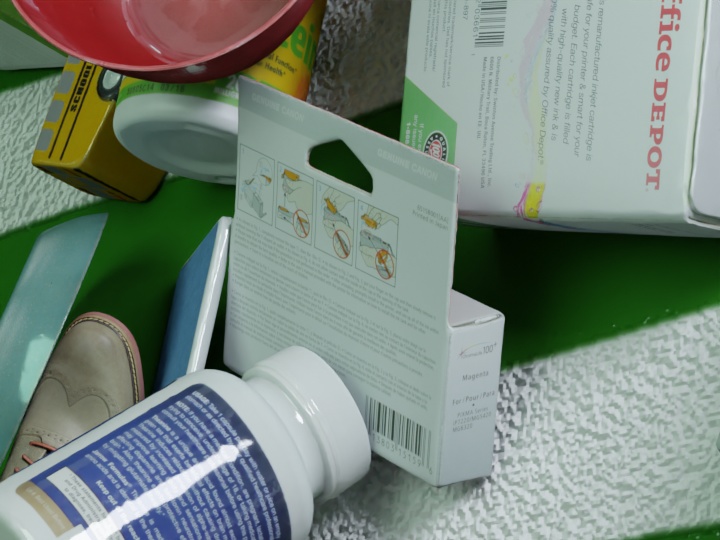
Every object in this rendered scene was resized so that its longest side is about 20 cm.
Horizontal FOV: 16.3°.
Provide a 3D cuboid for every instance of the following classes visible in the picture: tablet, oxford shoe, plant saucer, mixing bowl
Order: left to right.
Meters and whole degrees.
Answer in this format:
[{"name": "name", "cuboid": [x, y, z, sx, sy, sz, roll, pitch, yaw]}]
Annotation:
[{"name": "plant saucer", "cuboid": [-0.207, 0.051, 1.505, 0.200, 0.036, 0.201, -156, 90, -83]}, {"name": "oxford shoe", "cuboid": [-0.177, 0.124, 1.458, 0.070, 0.075, 0.202, 17, 100, 15]}, {"name": "tablet", "cuboid": [-0.108, 0.077, 1.449, 0.130, 0.014, 0.202, 136, 147, -69]}, {"name": "mixing bowl", "cuboid": [-0.097, -0.182, 1.406, 0.198, 0.108, 0.202, -4, 69, 10]}]

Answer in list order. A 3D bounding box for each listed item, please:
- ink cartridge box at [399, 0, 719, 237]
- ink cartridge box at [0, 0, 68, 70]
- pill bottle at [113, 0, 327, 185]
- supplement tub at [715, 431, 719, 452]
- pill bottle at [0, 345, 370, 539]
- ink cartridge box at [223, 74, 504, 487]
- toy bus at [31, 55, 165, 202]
[{"name": "ink cartridge box", "cuboid": [0.120, -0.093, 1.290, 0.199, 0.087, 0.147, 2, 86, 46]}, {"name": "ink cartridge box", "cuboid": [-0.284, -0.198, 1.703, 0.199, 0.147, 0.076, 2, 70, 44]}, {"name": "pill bottle", "cuboid": [-0.076, -0.163, 1.514, 0.110, 0.111, 0.202, -5, 66, 42]}, {"name": "supplement tub", "cuboid": [0.250, 0.011, 1.099, 0.131, 0.132, 0.201, 18, 82, 47]}, {"name": "pill bottle", "cuboid": [-0.095, 0.121, 1.310, 0.199, 0.112, 0.111, -30, 34, -27]}, {"name": "ink cartridge box", "cuboid": [0.000, 0.000, 1.349, 0.199, 0.043, 0.175, 26, 118, 48]}, {"name": "toy bus", "cuboid": [-0.137, -0.148, 1.599, 0.078, 0.065, 0.202, 8, 76, 47]}]
